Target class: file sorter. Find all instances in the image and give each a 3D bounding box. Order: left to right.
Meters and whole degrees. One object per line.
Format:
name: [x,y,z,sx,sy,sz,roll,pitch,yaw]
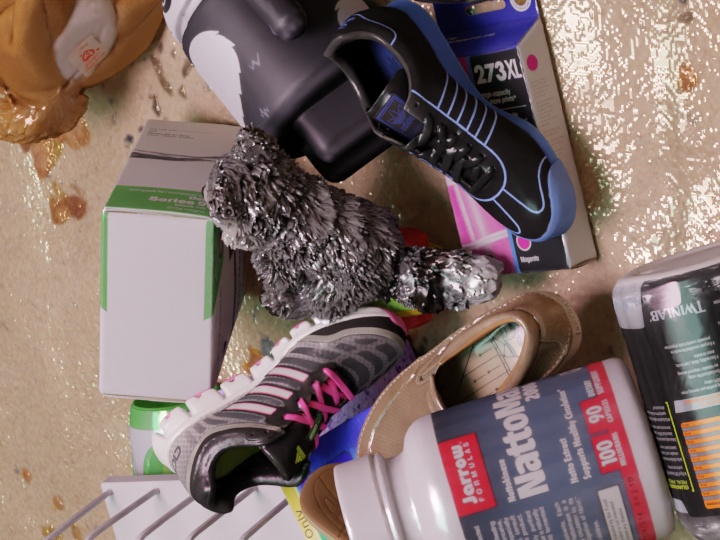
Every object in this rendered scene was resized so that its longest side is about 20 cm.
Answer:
file sorter: [-0.125,0.239,1.871,0.199,0.124,0.139,-5,108,33]

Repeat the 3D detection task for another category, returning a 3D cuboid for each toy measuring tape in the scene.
toy measuring tape: [0.000,0.000,1.799,0.200,0.073,0.074,12,114,42]

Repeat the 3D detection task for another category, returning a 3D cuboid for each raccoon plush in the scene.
raccoon plush: [-0.011,-0.040,1.689,0.199,0.097,0.134,-6,146,16]

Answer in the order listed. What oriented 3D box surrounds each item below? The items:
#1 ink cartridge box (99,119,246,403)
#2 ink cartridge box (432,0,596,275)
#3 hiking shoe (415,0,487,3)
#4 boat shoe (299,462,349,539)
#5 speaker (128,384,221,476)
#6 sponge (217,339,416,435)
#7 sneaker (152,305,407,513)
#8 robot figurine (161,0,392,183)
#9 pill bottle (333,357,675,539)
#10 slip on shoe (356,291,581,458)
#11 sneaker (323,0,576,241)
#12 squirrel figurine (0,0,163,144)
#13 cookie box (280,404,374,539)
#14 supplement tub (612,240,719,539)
ink cartridge box: [-0.134,-0.011,1.834,0.084,0.200,0.147,4,113,4]
ink cartridge box: [0.095,-0.096,1.694,0.094,0.037,0.201,-6,99,46]
hiking shoe: [0.078,-0.216,1.609,0.200,0.100,0.076,-11,88,44]
boat shoe: [0.050,0.196,1.688,0.199,0.072,0.072,20,143,10]
speaker: [-0.129,0.194,1.991,0.088,0.088,0.201,2,107,45]
sponge: [-0.020,0.122,1.894,0.200,0.030,0.112,-17,94,47]
sneaker: [-0.047,0.103,1.741,0.074,0.200,0.088,55,-174,-48]
robot figurine: [-0.054,-0.158,1.751,0.200,0.125,0.150,52,135,17]
pill bottle: [0.090,0.140,1.601,0.199,0.120,0.120,-18,94,2]
slip on shoe: [0.062,0.086,1.672,0.200,0.061,0.076,-38,77,29]
sneaker: [0.055,-0.091,1.648,0.200,0.078,0.070,49,131,12]
squirrel figurine: [-0.266,-0.207,1.943,0.187,0.141,0.200,46,130,31]
cookie box: [0.059,0.164,1.767,0.200,0.075,0.172,-32,81,32]
supplement tub: [0.239,0.084,1.553,0.122,0.122,0.201,-12,96,47]
